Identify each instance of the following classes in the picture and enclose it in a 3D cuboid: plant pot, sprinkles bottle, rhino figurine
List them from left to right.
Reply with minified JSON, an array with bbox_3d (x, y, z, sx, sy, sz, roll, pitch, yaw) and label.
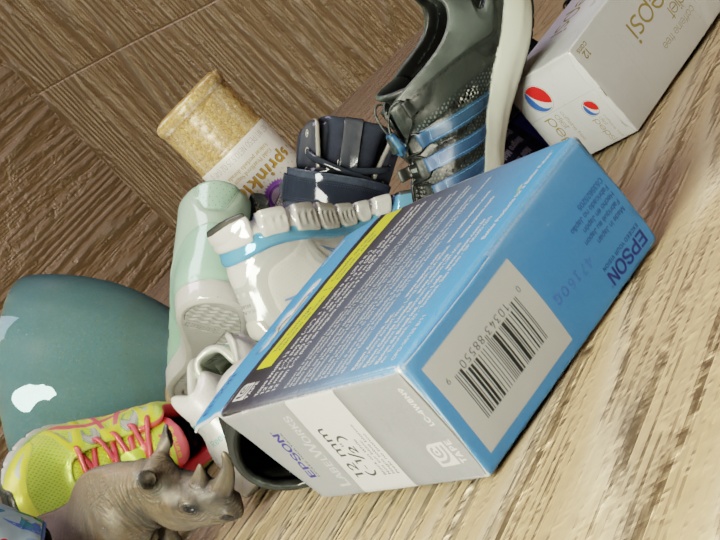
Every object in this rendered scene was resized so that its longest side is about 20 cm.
[{"bbox_3d":[-0.207,0.096,1.275,0.133,0.202,0.200,-7,16,8],"label":"plant pot"},{"bbox_3d":[-0.134,0.152,0.862,0.200,0.087,0.060,-40,10,37],"label":"rhino figurine"},{"bbox_3d":[-0.063,-0.058,1.139,0.068,0.200,0.068,-44,8,8],"label":"sprinkles bottle"}]

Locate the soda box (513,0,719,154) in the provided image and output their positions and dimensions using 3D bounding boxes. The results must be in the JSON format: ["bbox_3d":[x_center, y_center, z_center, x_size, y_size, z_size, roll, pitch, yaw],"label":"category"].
[{"bbox_3d":[0.170,-0.157,0.911,0.200,0.064,0.068,-52,15,-31],"label":"soda box"}]

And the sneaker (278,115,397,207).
[{"bbox_3d":[-0.018,-0.029,1.010,0.202,0.076,0.148,-126,50,-80],"label":"sneaker"}]

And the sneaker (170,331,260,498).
[{"bbox_3d":[-0.063,0.067,0.957,0.070,0.080,0.200,-44,5,15],"label":"sneaker"}]

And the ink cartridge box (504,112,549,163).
[{"bbox_3d":[0.120,-0.108,1.023,0.200,0.041,0.200,-50,10,-32],"label":"ink cartridge box"}]

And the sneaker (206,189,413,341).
[{"bbox_3d":[0.000,0.000,0.910,0.198,0.088,0.075,-11,-4,-36],"label":"sneaker"}]

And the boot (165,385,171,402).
[{"bbox_3d":[-0.101,0.070,1.267,0.200,0.072,0.167,-51,-2,-27],"label":"boot"}]

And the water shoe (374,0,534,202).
[{"bbox_3d":[0.041,-0.077,0.861,0.071,0.078,0.203,-168,88,-72],"label":"water shoe"}]

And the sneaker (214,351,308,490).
[{"bbox_3d":[0.004,0.045,0.799,0.199,0.071,0.099,-39,21,12],"label":"sneaker"}]

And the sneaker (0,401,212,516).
[{"bbox_3d":[-0.166,0.129,1.059,0.090,0.079,0.199,-21,0,37],"label":"sneaker"}]

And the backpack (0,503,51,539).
[{"bbox_3d":[-0.249,0.208,0.778,0.202,0.146,0.183,-66,11,-6],"label":"backpack"}]

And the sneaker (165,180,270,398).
[{"bbox_3d":[-0.100,0.019,1.081,0.201,0.073,0.119,104,169,-59],"label":"sneaker"}]

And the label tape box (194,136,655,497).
[{"bbox_3d":[0.022,0.030,0.692,0.144,0.066,0.199,-51,14,-29],"label":"label tape box"}]

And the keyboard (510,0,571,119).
[{"bbox_3d":[0.111,-0.141,1.021,0.127,0.021,0.200,-43,10,13],"label":"keyboard"}]
